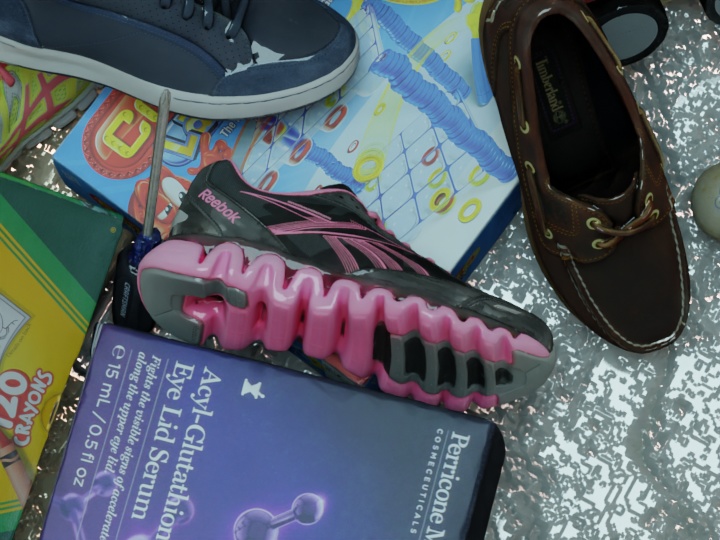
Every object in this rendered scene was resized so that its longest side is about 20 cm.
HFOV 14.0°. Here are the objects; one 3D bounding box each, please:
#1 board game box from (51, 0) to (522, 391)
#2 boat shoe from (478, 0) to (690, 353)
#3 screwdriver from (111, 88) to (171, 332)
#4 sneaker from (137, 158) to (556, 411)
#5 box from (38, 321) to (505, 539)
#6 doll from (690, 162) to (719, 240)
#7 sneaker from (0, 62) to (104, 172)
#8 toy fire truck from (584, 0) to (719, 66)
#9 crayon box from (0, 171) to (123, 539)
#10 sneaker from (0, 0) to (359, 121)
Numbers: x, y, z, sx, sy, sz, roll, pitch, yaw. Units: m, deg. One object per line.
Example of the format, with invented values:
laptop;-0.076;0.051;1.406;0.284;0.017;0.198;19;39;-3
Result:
board game box;-0.015;-0.070;1.454;0.196;0.056;0.200;36;82;11
boat shoe;0.109;-0.044;1.387;0.070;0.070;0.200;-28;111;-6
screwdriver;-0.098;-0.024;1.381;0.028;0.200;0.029;-18;67;-19
sneaker;0.000;0.000;1.377;0.199;0.079;0.096;17;53;-1
box;-0.044;0.125;1.388;0.199;0.104;0.149;12;78;8
doll;0.257;-0.010;1.423;0.199;0.048;0.137;18;89;15
sneaker;-0.185;-0.096;1.456;0.078;0.090;0.200;32;80;12
toy fire truck;0.161;-0.197;1.379;0.175;0.200;0.129;-17;54;0
crayon box;-0.205;0.046;1.399;0.118;0.058;0.201;20;90;-24
sneaker;-0.096;-0.149;1.367;0.202;0.146;0.077;10;51;2
